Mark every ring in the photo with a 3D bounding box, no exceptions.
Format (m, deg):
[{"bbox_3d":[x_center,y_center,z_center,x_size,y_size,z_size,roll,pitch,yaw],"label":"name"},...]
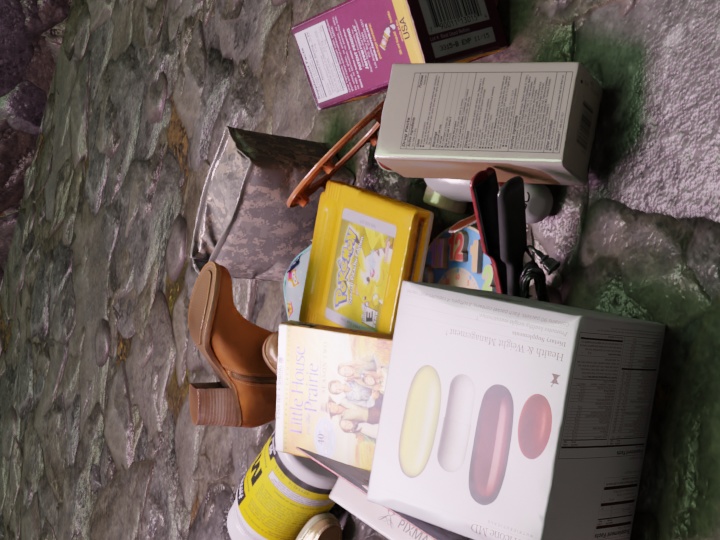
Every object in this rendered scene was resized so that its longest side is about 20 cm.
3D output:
[{"bbox_3d":[-0.011,-0.142,1.484,0.019,0.200,0.200,45,138,1],"label":"ring"}]

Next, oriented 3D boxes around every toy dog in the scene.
[{"bbox_3d":[0.110,-0.101,1.294,0.200,0.096,0.132,-10,75,61],"label":"toy dog"}]

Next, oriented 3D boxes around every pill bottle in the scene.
[{"bbox_3d":[-0.087,0.269,1.547,0.200,0.114,0.114,-57,37,38],"label":"pill bottle"}]

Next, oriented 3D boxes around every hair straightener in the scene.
[{"bbox_3d":[0.150,0.002,1.178,0.077,0.041,0.200,20,128,44],"label":"hair straightener"}]

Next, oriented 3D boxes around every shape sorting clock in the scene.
[{"bbox_3d":[0.102,0.050,1.332,0.200,0.039,0.200,-26,60,58],"label":"shape sorting clock"}]

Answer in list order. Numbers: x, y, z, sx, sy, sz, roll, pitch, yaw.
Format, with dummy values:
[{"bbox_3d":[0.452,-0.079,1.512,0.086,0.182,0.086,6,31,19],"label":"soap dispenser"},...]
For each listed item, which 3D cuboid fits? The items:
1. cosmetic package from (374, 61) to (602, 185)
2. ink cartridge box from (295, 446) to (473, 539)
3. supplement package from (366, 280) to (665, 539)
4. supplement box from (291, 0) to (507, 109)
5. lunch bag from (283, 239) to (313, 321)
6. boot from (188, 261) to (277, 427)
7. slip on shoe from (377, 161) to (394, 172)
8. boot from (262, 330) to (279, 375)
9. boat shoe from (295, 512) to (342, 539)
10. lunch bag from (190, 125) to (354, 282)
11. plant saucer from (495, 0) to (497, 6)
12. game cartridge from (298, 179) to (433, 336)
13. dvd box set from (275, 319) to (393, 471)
[{"bbox_3d":[0.122,-0.142,1.203,0.200,0.071,0.105,7,80,31],"label":"cosmetic package"},{"bbox_3d":[0.045,0.244,1.188,0.200,0.174,0.044,26,90,41],"label":"ink cartridge box"},{"bbox_3d":[0.133,0.125,1.084,0.191,0.147,0.200,10,92,42],"label":"supplement package"},{"bbox_3d":[0.040,-0.258,1.377,0.200,0.131,0.103,-9,100,53],"label":"supplement box"},{"bbox_3d":[-0.025,0.050,1.522,0.160,0.077,0.200,-41,53,52],"label":"lunch bag"},{"bbox_3d":[-0.119,0.084,1.449,0.074,0.155,0.200,-144,55,-62],"label":"boot"},{"bbox_3d":[0.065,-0.168,1.435,0.200,0.061,0.074,-29,60,60],"label":"slip on shoe"},{"bbox_3d":[-0.017,0.110,1.382,0.074,0.200,0.075,-60,-11,-26],"label":"boot"},{"bbox_3d":[-0.052,0.394,1.507,0.066,0.074,0.200,25,107,48],"label":"boat shoe"},{"bbox_3d":[-0.125,-0.074,1.656,0.118,0.164,0.200,53,128,46],"label":"lunch bag"},{"bbox_3d":[0.081,-0.340,1.478,0.200,0.037,0.200,-41,48,51],"label":"plant saucer"},{"bbox_3d":[0.000,0.000,1.391,0.200,0.032,0.177,22,105,54],"label":"game cartridge"},{"bbox_3d":[-0.001,0.136,1.317,0.200,0.029,0.147,7,98,31],"label":"dvd box set"}]
